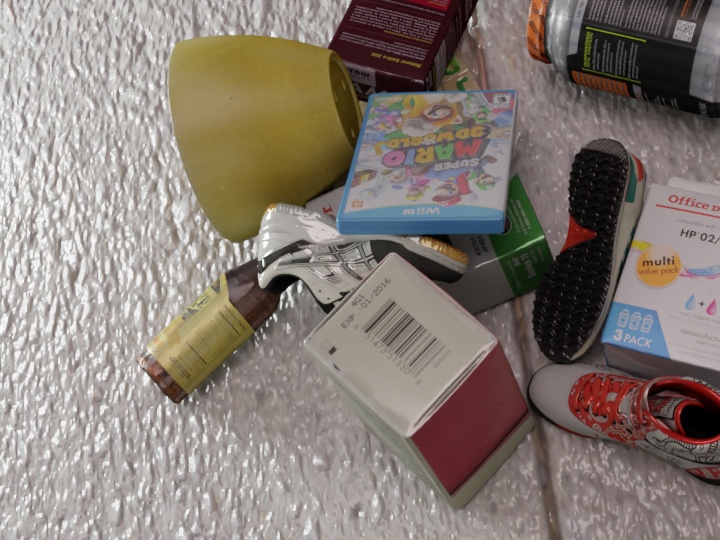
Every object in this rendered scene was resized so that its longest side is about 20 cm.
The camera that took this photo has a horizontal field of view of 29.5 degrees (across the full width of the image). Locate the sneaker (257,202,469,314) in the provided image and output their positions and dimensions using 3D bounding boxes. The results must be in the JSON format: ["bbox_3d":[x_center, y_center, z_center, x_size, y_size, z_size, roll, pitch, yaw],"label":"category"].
[{"bbox_3d":[0.000,0.000,1.206,0.198,0.076,0.089,10,85,25],"label":"sneaker"}]

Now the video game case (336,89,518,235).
[{"bbox_3d":[0.064,-0.099,1.215,0.142,0.018,0.201,0,40,11],"label":"video game case"}]

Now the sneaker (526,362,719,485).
[{"bbox_3d":[0.227,0.110,1.144,0.200,0.108,0.068,22,73,26],"label":"sneaker"}]

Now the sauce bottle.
[{"bbox_3d":[-0.125,0.039,1.317,0.200,0.066,0.066,-44,60,-9],"label":"sauce bottle"}]

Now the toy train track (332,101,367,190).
[{"bbox_3d":[0.000,-0.167,1.387,0.114,0.033,0.202,3,65,19],"label":"toy train track"}]

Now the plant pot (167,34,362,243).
[{"bbox_3d":[-0.078,-0.141,1.304,0.141,0.200,0.202,-14,61,15],"label":"plant pot"}]

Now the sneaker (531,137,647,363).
[{"bbox_3d":[0.217,-0.012,1.224,0.070,0.093,0.202,13,89,37],"label":"sneaker"}]

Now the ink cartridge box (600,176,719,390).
[{"bbox_3d":[0.295,-0.002,1.200,0.114,0.068,0.201,13,69,22],"label":"ink cartridge box"}]

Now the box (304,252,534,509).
[{"bbox_3d":[0.055,0.097,1.150,0.109,0.200,0.128,-46,62,-8],"label":"box"}]

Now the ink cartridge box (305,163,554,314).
[{"bbox_3d":[0.064,-0.028,1.277,0.199,0.083,0.147,-24,59,6],"label":"ink cartridge box"}]

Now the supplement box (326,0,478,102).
[{"bbox_3d":[0.050,-0.259,1.387,0.108,0.061,0.201,17,61,16],"label":"supplement box"}]

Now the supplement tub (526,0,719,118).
[{"bbox_3d":[0.265,-0.224,1.288,0.199,0.123,0.123,18,71,23],"label":"supplement tub"}]

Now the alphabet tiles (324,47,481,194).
[{"bbox_3d":[0.030,-0.146,1.390,0.199,0.008,0.168,-27,60,3],"label":"alphabet tiles"}]
